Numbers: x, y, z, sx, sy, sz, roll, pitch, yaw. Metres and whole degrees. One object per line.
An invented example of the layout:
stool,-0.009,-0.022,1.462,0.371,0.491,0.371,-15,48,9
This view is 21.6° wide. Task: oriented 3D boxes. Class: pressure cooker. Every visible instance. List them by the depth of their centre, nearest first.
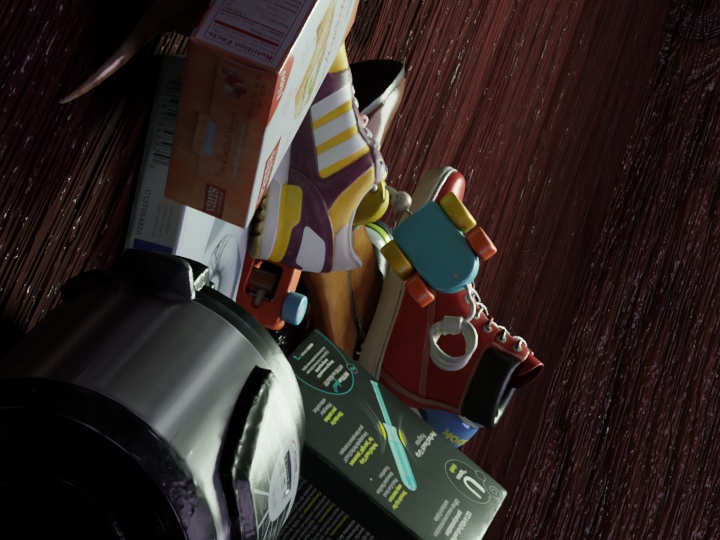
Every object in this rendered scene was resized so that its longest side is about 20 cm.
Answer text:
pressure cooker,-0.124,0.096,1.019,0.176,0.179,0.200,-38,-173,29

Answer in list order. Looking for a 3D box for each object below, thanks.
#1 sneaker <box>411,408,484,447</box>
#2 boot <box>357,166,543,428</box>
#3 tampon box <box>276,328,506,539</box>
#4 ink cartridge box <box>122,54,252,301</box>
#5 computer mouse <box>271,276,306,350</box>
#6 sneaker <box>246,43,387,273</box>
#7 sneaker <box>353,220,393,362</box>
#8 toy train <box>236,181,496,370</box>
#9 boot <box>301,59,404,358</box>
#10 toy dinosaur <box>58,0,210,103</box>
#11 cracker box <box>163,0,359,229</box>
sneaker,0.032,0.084,1.705,0.082,0.200,0.074,-47,156,23
boot,0.091,0.022,1.534,0.072,0.143,0.201,37,67,-69
tampon box,-0.016,0.174,1.426,0.126,0.200,0.150,-52,177,25
ink cartridge box,-0.099,-0.042,1.255,0.200,0.040,0.201,-23,126,-74
computer mouse,-0.051,0.020,1.546,0.059,0.034,0.201,46,60,-76
sneaker,-0.022,-0.099,1.323,0.075,0.089,0.202,-168,-91,-74
sneaker,-0.009,0.051,1.620,0.083,0.071,0.201,-45,136,-60
toy train,0.000,0.000,1.374,0.056,0.199,0.151,29,74,-77
boot,0.002,-0.044,1.502,0.201,0.068,0.189,71,34,-40
toy dinosaur,-0.098,-0.158,1.090,0.200,0.060,0.107,-42,146,-67
cracker box,-0.047,-0.142,1.111,0.134,0.057,0.201,107,7,-51
